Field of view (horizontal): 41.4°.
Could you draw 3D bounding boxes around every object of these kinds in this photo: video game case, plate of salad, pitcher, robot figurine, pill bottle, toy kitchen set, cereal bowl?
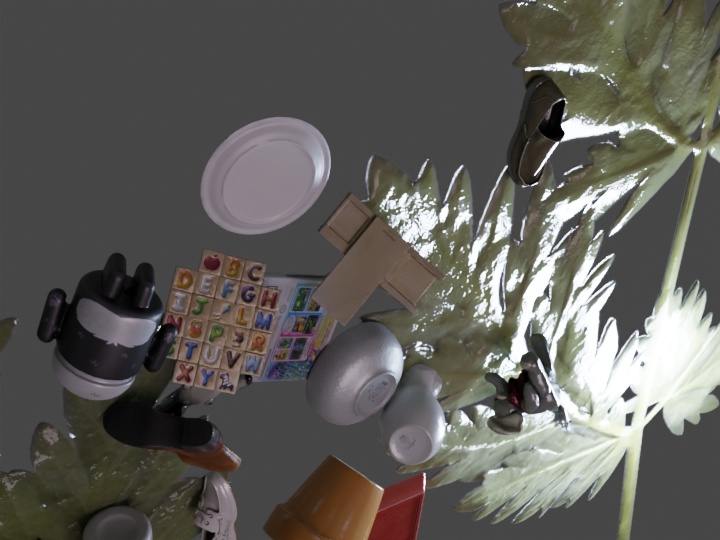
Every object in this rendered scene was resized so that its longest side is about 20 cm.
[{"bbox_3d":[-0.119,0.096,1.571,0.180,0.024,0.202,3,118,-40],"label":"video game case"},{"bbox_3d":[-0.136,-0.138,1.361,0.197,0.048,0.202,-17,137,-17],"label":"plate of salad"},{"bbox_3d":[0.083,0.287,1.761,0.120,0.200,0.172,33,111,-8],"label":"pitcher"},{"bbox_3d":[-0.346,0.079,1.308,0.202,0.149,0.125,-64,164,18],"label":"robot figurine"},{"bbox_3d":[-0.401,0.501,1.590,0.111,0.112,0.202,-16,130,-28],"label":"pill bottle"},{"bbox_3d":[0.000,0.000,1.557,0.200,0.180,0.164,41,90,-8],"label":"toy kitchen set"},{"bbox_3d":[0.003,0.195,1.682,0.198,0.083,0.202,-27,138,-27],"label":"cereal bowl"}]

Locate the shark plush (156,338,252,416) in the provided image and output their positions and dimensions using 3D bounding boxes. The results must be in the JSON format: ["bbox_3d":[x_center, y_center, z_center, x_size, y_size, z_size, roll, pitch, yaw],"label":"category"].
[{"bbox_3d":[-0.237,0.176,1.494,0.090,0.083,0.201,35,108,-12],"label":"shark plush"}]

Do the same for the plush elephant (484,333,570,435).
[{"bbox_3d":[0.329,0.250,1.965,0.153,0.165,0.202,-18,105,22],"label":"plush elephant"}]

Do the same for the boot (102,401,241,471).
[{"bbox_3d":[-0.297,0.270,1.522,0.185,0.070,0.201,0,157,4],"label":"boot"}]

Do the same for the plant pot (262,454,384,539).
[{"bbox_3d":[-0.053,0.458,1.791,0.185,0.199,0.200,-58,139,-10],"label":"plant pot"}]

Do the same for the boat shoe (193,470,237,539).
[{"bbox_3d":[-0.260,0.429,1.676,0.069,0.071,0.202,-21,133,-26],"label":"boat shoe"}]

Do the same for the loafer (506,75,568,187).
[{"bbox_3d":[0.304,-0.226,1.624,0.074,0.070,0.202,-17,130,-28],"label":"loafer"}]

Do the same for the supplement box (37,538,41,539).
[{"bbox_3d":[-0.497,0.582,1.510,0.133,0.200,0.202,-31,136,-15],"label":"supplement box"}]

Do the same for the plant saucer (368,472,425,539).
[{"bbox_3d":[0.056,0.546,2.042,0.197,0.037,0.203,-16,129,-29],"label":"plant saucer"}]

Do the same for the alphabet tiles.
[{"bbox_3d":[-0.210,0.077,1.416,0.164,0.006,0.203,14,90,-20],"label":"alphabet tiles"}]
